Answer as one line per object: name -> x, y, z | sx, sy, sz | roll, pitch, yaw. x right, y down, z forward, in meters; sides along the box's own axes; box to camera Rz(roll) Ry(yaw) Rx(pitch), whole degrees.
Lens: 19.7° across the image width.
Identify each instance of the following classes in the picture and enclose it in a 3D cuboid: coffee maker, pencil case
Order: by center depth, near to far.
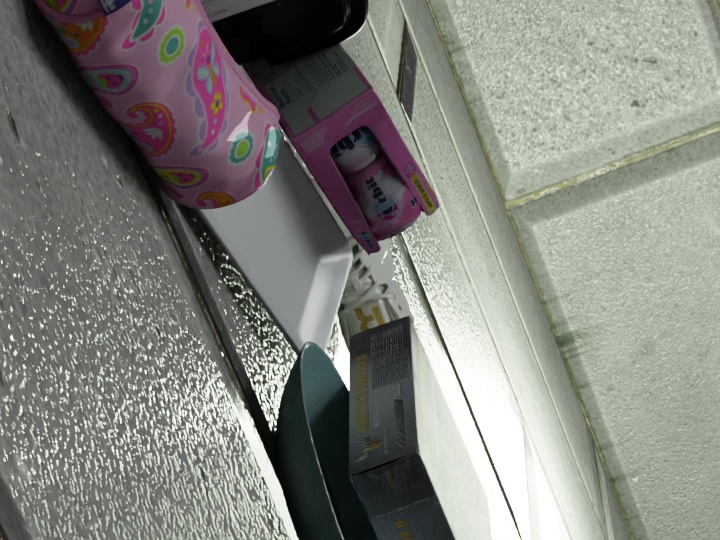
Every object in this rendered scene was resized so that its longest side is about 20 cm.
pencil case -> -0.110, -0.117, 1.150 | 0.200, 0.087, 0.088 | 60, 14, -53
coffee maker -> -0.058, -0.256, 1.408 | 0.134, 0.192, 0.201 | 35, 29, -40

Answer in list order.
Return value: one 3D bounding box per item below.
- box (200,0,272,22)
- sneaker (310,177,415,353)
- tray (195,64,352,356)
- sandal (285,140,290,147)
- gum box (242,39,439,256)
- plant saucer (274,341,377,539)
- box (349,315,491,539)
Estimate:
box -> -0.093, -0.276, 1.222 | 0.171, 0.199, 0.200 | 53, 20, -68
sneaker -> 0.000, 0.000, 1.593 | 0.200, 0.073, 0.116 | 48, 21, -71
tray -> -0.062, -0.030, 1.345 | 0.200, 0.022, 0.108 | 58, 38, -44
sandal -> -0.076, -0.097, 1.430 | 0.075, 0.045, 0.201 | 59, 14, -57
gum box -> -0.023, -0.110, 1.447 | 0.114, 0.066, 0.200 | 56, 1, -38
plant saucer -> -0.016, 0.145, 1.302 | 0.201, 0.038, 0.202 | -19, 90, -81
box -> 0.042, 0.145, 1.371 | 0.200, 0.048, 0.159 | -91, 159, -66
